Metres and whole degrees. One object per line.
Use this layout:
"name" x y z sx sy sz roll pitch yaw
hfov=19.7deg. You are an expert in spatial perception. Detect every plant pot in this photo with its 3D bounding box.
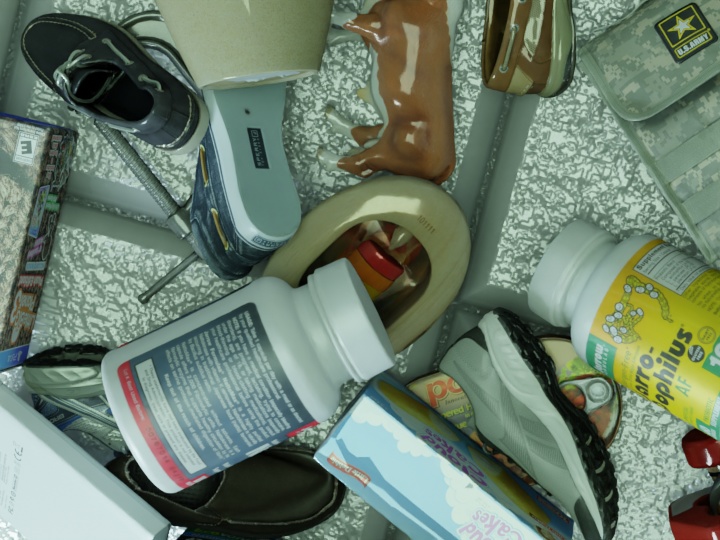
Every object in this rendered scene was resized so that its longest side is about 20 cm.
"plant pot" -0.089 -0.241 1.549 0.187 0.187 0.200 -8 89 8

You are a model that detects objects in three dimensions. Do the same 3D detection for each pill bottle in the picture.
"pill bottle" -0.081 0.074 1.556 0.200 0.120 0.120 -26 94 5
"pill bottle" 0.232 0.042 1.576 0.200 0.113 0.113 31 100 25

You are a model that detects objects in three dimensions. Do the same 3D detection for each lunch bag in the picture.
"lunch bag" 0.278 -0.132 1.570 0.164 0.118 0.200 -33 87 9

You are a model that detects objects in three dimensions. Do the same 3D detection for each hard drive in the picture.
"hard drive" -0.239 0.183 1.650 0.200 0.027 0.132 38 139 19

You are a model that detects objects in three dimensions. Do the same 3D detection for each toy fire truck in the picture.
"toy fire truck" 0.330 0.166 1.572 0.200 0.168 0.112 -21 94 9

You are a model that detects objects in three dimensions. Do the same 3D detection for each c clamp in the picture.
"c clamp" -0.163 -0.099 1.668 0.171 0.027 0.200 -33 93 10

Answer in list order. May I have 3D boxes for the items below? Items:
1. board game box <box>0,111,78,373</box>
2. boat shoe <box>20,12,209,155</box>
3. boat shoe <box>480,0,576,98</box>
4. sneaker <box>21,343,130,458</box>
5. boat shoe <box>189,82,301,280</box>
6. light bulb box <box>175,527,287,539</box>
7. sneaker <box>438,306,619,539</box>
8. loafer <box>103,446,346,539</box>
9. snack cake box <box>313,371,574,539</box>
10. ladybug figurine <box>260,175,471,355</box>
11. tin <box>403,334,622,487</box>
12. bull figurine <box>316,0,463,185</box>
"board game box" -0.332 -0.035 1.653 0.159 0.097 0.200 13 93 5
"boat shoe" -0.203 -0.155 1.611 0.200 0.063 0.073 33 97 32
"boat shoe" 0.122 -0.231 1.584 0.074 0.076 0.200 -4 97 -16
"sneaker" -0.173 0.108 1.680 0.200 0.077 0.085 1 107 14
"boat shoe" -0.103 -0.095 1.624 0.071 0.091 0.200 6 62 -30
"light bulb box" -0.066 0.290 1.618 0.198 0.200 0.125 11 97 5
"sneaker" 0.135 0.129 1.610 0.079 0.074 0.200 -33 86 18
"loafer" -0.106 0.173 1.646 0.200 0.071 0.073 -1 73 -14
"snack cake box" 0.067 0.170 1.594 0.200 0.115 0.067 39 99 0
"ladybug figurine" 0.000 0.000 1.628 0.200 0.072 0.136 -40 107 18
"tin" 0.111 0.119 1.659 0.200 0.042 0.112 -19 99 8
"bull figurine" 0.027 -0.164 1.620 0.121 0.065 0.200 0 95 10
